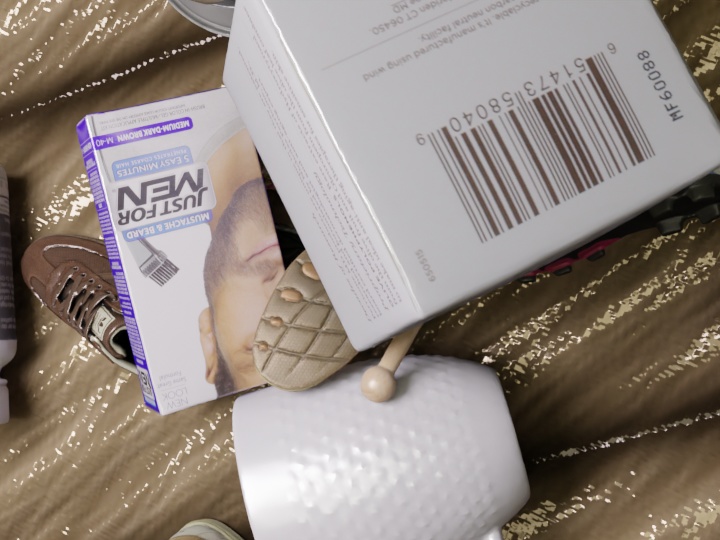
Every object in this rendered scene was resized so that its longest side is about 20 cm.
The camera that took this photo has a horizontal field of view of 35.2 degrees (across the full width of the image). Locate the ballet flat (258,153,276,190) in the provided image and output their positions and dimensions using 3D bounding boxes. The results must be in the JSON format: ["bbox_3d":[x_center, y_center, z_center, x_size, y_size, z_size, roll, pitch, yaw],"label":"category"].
[{"bbox_3d":[-0.078,-0.093,0.841,0.198,0.064,0.076,-6,86,13],"label":"ballet flat"}]

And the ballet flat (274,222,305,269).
[{"bbox_3d":[-0.060,-0.004,0.835,0.198,0.057,0.067,16,92,14],"label":"ballet flat"}]

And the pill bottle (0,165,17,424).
[{"bbox_3d":[-0.323,0.020,0.872,0.112,0.113,0.202,-6,87,14],"label":"pill bottle"}]

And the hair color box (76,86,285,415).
[{"bbox_3d":[-0.114,-0.015,0.771,0.109,0.065,0.202,-16,97,-20],"label":"hair color box"}]

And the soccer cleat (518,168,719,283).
[{"bbox_3d":[0.154,-0.053,0.787,0.199,0.070,0.087,-17,62,15],"label":"soccer cleat"}]

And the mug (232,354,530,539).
[{"bbox_3d":[0.025,0.156,0.757,0.174,0.148,0.201,-16,72,3],"label":"mug"}]

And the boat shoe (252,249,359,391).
[{"bbox_3d":[0.000,-0.001,0.761,0.072,0.068,0.201,32,74,7],"label":"boat shoe"}]

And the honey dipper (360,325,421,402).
[{"bbox_3d":[0.054,-0.002,0.734,0.038,0.038,0.201,25,68,14],"label":"honey dipper"}]

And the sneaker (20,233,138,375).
[{"bbox_3d":[-0.183,0.029,0.855,0.199,0.076,0.071,29,95,13],"label":"sneaker"}]

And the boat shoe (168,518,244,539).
[{"bbox_3d":[-0.064,0.256,0.821,0.199,0.066,0.074,29,95,14],"label":"boat shoe"}]

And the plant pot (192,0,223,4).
[{"bbox_3d":[-0.103,-0.263,0.768,0.199,0.201,0.135,-28,117,12],"label":"plant pot"}]

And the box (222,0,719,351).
[{"bbox_3d":[0.053,-0.089,0.646,0.198,0.171,0.201,-26,85,-14],"label":"box"}]

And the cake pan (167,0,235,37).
[{"bbox_3d":[-0.082,-0.279,0.863,0.198,0.037,0.202,0,88,14],"label":"cake pan"}]
